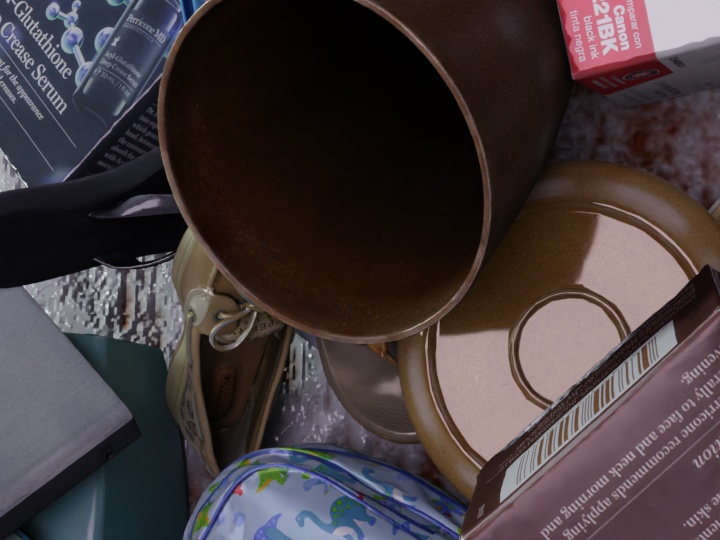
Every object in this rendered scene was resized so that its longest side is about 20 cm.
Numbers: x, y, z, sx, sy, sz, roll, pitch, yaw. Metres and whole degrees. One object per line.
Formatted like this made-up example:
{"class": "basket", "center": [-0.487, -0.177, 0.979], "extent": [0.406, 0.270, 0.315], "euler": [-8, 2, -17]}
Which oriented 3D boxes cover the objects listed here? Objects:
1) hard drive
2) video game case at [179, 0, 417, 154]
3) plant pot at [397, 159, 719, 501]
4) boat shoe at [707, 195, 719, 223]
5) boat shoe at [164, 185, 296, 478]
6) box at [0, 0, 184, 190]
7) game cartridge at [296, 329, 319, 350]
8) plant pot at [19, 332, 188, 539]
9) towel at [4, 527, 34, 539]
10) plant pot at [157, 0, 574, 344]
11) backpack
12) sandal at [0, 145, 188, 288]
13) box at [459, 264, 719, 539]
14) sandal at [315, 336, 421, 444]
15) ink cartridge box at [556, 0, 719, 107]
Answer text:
{"class": "hard drive", "center": [-0.236, 0.099, 1.174], "extent": [0.200, 0.033, 0.140], "euler": [-37, 58, -15]}
{"class": "video game case", "center": [-0.036, -0.160, 1.159], "extent": [0.018, 0.143, 0.202], "euler": [13, 119, 46]}
{"class": "plant pot", "center": [0.112, 0.042, 1.149], "extent": [0.198, 0.027, 0.202], "euler": [0, 90, 17]}
{"class": "boat shoe", "center": [0.166, 0.025, 1.195], "extent": [0.200, 0.072, 0.076], "euler": [-42, 51, 11]}
{"class": "boat shoe", "center": [-0.064, 0.035, 1.212], "extent": [0.073, 0.201, 0.063], "euler": [-12, 51, -19]}
{"class": "box", "center": [-0.125, -0.138, 1.259], "extent": [0.200, 0.107, 0.149], "euler": [-46, 60, 10]}
{"class": "game cartridge", "center": [0.007, -0.014, 1.261], "extent": [0.199, 0.041, 0.134], "euler": [36, 94, 17]}
{"class": "plant pot", "center": [-0.181, 0.136, 1.262], "extent": [0.140, 0.141, 0.202], "euler": [4, 86, 19]}
{"class": "towel", "center": [-0.250, 0.209, 1.192], "extent": [0.146, 0.022, 0.201], "euler": [38, 95, 22]}
{"class": "plant pot", "center": [0.028, -0.091, 1.118], "extent": [0.186, 0.200, 0.188], "euler": [16, 123, 26]}
{"class": "backpack", "center": [-0.002, 0.177, 1.208], "extent": [0.200, 0.153, 0.164], "euler": [39, 106, 30]}
{"class": "sandal", "center": [-0.119, -0.026, 1.200], "extent": [0.199, 0.076, 0.043], "euler": [-19, 48, -7]}
{"class": "box", "center": [0.173, 0.131, 1.039], "extent": [0.166, 0.164, 0.200], "euler": [-42, 90, 9]}
{"class": "sandal", "center": [0.000, 0.000, 1.215], "extent": [0.080, 0.054, 0.202], "euler": [-17, 81, 16]}
{"class": "ink cartridge box", "center": [0.212, -0.153, 1.141], "extent": [0.199, 0.144, 0.084], "euler": [-13, 84, 18]}
